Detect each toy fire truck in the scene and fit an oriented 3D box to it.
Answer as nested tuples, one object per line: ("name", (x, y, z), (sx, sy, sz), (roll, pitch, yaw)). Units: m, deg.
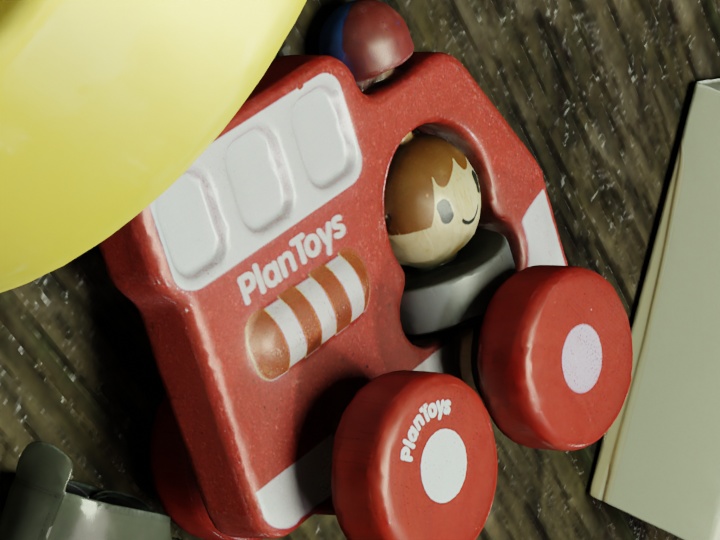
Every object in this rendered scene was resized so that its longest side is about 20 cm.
("toy fire truck", (0.000, 0.000, 1.006), (0.200, 0.112, 0.169), (-36, 118, -41))

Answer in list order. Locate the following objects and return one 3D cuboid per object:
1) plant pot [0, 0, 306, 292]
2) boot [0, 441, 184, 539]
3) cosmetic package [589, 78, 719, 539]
("plant pot", (-0.132, -0.119, 0.657), (0.189, 0.200, 0.201), (33, 81, -41))
("boot", (-0.075, 0.148, 1.010), (0.200, 0.077, 0.139), (30, 79, -59))
("cosmetic package", (0.179, 0.016, 1.300), (0.103, 0.073, 0.201), (-10, 117, -53))
